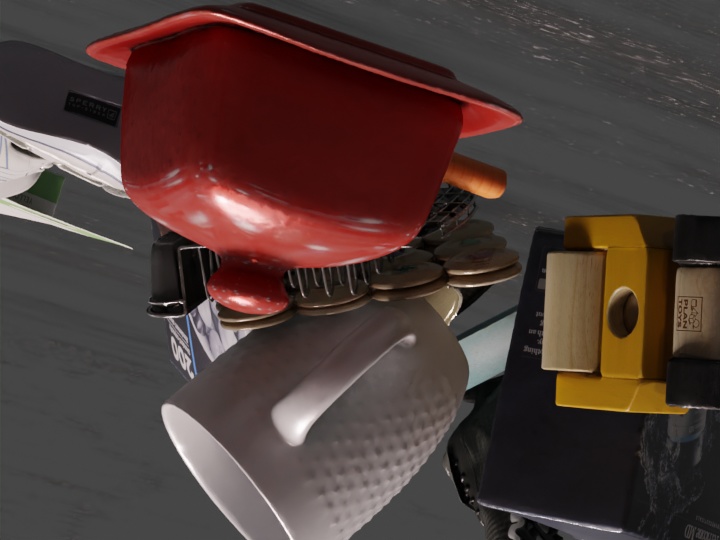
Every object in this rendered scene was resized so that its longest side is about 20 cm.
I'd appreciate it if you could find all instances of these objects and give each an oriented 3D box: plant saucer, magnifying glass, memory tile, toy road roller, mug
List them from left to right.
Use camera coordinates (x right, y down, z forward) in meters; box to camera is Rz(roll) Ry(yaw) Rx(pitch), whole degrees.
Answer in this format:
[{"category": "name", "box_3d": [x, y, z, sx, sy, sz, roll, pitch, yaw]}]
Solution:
[{"category": "mug", "box_3d": [-0.017, 0.083, 1.660, 0.148, 0.175, 0.200, 48, 163, 9]}, {"category": "magnifying glass", "box_3d": [0.000, -0.080, 1.536, 0.199, 0.022, 0.080, 16, 172, -26]}, {"category": "memory tile", "box_3d": [0.000, 0.000, 1.672, 0.199, 0.017, 0.153, -11, -167, -3]}, {"category": "plant saucer", "box_3d": [0.088, 0.064, 1.922, 0.200, 0.039, 0.201, -28, 179, -1]}, {"category": "toy road roller", "box_3d": [0.222, 0.031, 1.614, 0.146, 0.123, 0.200, 5, 178, -34]}]

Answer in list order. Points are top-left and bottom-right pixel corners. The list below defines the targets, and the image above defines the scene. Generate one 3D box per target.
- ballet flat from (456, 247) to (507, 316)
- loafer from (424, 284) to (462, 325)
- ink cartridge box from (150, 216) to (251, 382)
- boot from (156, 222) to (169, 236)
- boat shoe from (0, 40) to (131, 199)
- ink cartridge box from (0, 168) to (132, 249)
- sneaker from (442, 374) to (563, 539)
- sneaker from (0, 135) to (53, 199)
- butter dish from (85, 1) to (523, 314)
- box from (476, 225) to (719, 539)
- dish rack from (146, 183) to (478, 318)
[{"category": "ballet flat", "box_3d": [0.027, 0.038, 1.896, 0.046, 0.200, 0.067, 54, -173, 1]}, {"category": "loafer", "box_3d": [0.010, 0.064, 1.799, 0.075, 0.068, 0.200, 16, 130, -36]}, {"category": "ink cartridge box", "box_3d": [-0.100, 0.067, 1.942, 0.043, 0.201, 0.198, -19, -150, -18]}, {"category": "boot", "box_3d": [-0.049, -0.037, 1.757, 0.199, 0.073, 0.166, 1, 161, 10]}, {"category": "boat shoe", "box_3d": [-0.164, -0.084, 1.588, 0.201, 0.075, 0.086, 19, 170, -25]}, {"category": "ink cartridge box", "box_3d": [-0.281, -0.071, 1.938, 0.199, 0.048, 0.145, 11, 173, 42]}, {"category": "sneaker", "box_3d": [0.103, 0.160, 1.891, 0.090, 0.201, 0.066, -10, 143, 26]}, {"category": "sneaker", "box_3d": [-0.243, -0.086, 1.738, 0.087, 0.075, 0.200, 6, 173, 7]}, {"category": "butter dish", "box_3d": [-0.046, -0.050, 1.358, 0.199, 0.148, 0.200, 17, 172, -24]}, {"category": "box", "box_3d": [0.190, 0.093, 1.804, 0.117, 0.201, 0.197, 9, 172, 29]}, {"category": "dish rack", "box_3d": [-0.026, -0.018, 1.619, 0.199, 0.055, 0.153, -3, -165, 18]}]
